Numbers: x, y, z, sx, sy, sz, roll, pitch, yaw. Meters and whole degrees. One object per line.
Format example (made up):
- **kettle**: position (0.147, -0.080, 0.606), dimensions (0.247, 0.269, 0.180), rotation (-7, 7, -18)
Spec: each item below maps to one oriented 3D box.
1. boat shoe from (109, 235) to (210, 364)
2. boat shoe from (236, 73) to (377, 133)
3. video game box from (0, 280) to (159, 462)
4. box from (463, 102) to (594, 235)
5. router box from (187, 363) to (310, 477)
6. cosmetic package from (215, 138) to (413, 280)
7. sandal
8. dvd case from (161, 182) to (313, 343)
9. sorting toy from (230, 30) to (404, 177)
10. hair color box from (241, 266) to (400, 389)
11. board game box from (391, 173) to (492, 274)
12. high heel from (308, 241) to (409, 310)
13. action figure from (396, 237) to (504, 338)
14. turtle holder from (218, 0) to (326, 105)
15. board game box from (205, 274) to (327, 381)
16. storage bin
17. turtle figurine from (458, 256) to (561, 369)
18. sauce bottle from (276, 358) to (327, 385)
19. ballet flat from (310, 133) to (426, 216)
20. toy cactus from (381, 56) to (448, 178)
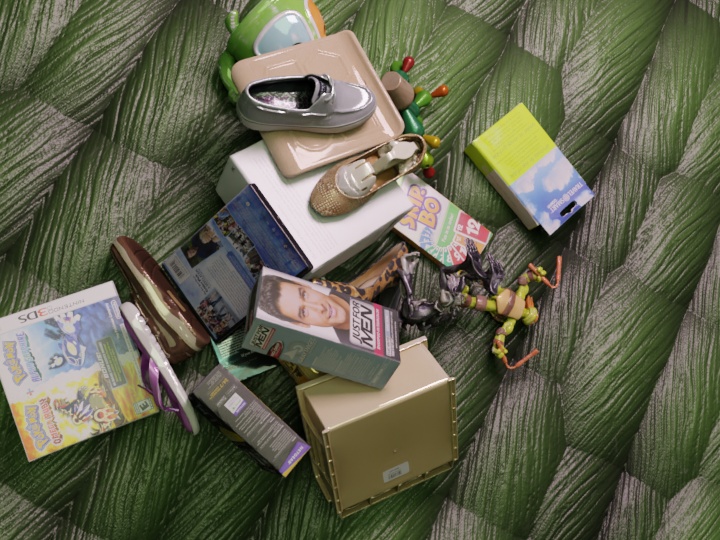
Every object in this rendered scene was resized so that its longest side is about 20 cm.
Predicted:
- **boat shoe**: position (-0.304, 0.046, 1.117), dimensions (0.075, 0.075, 0.202), rotation (-39, 81, 6)
- **boat shoe**: position (-0.066, -0.230, 1.060), dimensions (0.200, 0.072, 0.070), rotation (-7, 75, -19)
- **video game box**: position (-0.400, 0.137, 1.089), dimensions (0.182, 0.047, 0.200), rotation (-21, 85, -15)
- **box**: position (0.284, -0.166, 1.313), dimensions (0.122, 0.048, 0.200), rotation (-40, 91, -16)
- **router box**: position (-0.158, 0.203, 1.056), dimensions (0.157, 0.200, 0.052), rotation (43, 72, -4)
- **cosmetic package**: position (-0.070, -0.106, 1.155), dimensions (0.200, 0.123, 0.200), rotation (-33, 85, -29)
- **sandal**: position (-0.283, 0.140, 1.064), dimensions (0.050, 0.082, 0.203), rotation (-29, 91, -18)
- **dvd case**: position (-0.175, -0.006, 1.089), dimensions (0.200, 0.018, 0.143), rotation (-37, 87, 26)
- **sorting toy**: position (-0.061, -0.240, 1.125), dimensions (0.200, 0.036, 0.185), rotation (-25, 80, -22)
- **hair color box**: position (-0.049, 0.076, 1.034), dimensions (0.200, 0.061, 0.099), rotation (18, 37, -16)
- **board game box**: position (0.110, -0.079, 1.267), dimensions (0.200, 0.030, 0.096), rotation (36, 74, -3)
- **high heel**: position (0.000, 0.000, 1.168), dimensions (0.200, 0.071, 0.143), rotation (27, 76, -48)
- **action figure**: position (0.115, 0.027, 1.168), dimensions (0.119, 0.200, 0.102), rotation (21, 49, -39)
- **turtle holder**: position (-0.134, -0.342, 1.193), dimensions (0.132, 0.141, 0.186), rotation (46, 71, -4)
- **board game box**: position (-0.131, 0.075, 1.175), dimensions (0.200, 0.028, 0.136), rotation (-21, 85, -16)
- **storage bin**: position (0.030, 0.227, 1.111), dimensions (0.200, 0.094, 0.199), rotation (-20, 128, -17)
- **turtle figurine**: position (0.231, 0.042, 1.251), dimensions (0.161, 0.064, 0.200), rotation (28, 85, -18)
- **sauce bottle**: position (-0.097, 0.108, 1.131), dimensions (0.066, 0.066, 0.200), rotation (-40, 92, -17)
- **ballet flat**: position (0.015, -0.142, 1.097), dimensions (0.200, 0.065, 0.071), rotation (-36, 87, -28)
- **toy cactus**: position (0.079, -0.256, 1.221), dimensions (0.102, 0.165, 0.201), rotation (-8, 74, 17)
